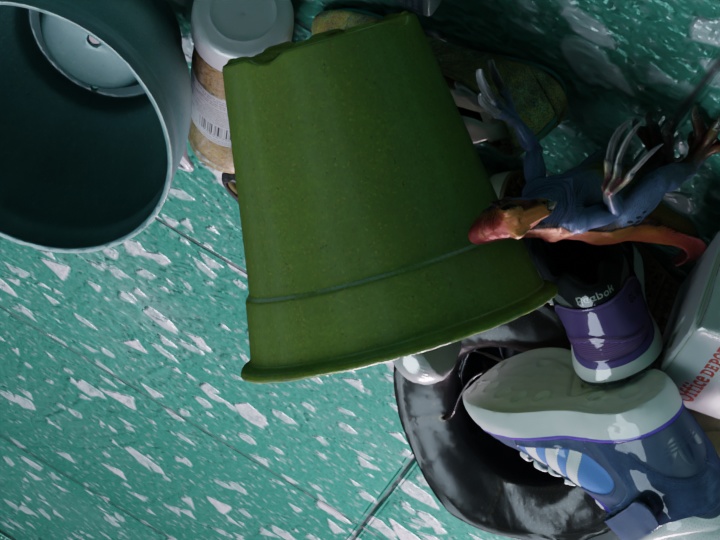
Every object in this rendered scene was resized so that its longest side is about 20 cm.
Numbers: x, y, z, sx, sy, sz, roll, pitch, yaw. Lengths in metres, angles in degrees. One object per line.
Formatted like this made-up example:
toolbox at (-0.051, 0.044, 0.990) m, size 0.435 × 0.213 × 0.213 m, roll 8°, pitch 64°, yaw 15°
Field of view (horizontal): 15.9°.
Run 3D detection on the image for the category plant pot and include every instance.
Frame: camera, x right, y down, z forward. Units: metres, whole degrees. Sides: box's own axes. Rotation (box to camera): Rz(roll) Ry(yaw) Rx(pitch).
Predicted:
plant pot at (-0.198, -0.132, 1.755) m, size 0.200 × 0.134 × 0.200 m, roll 11°, pitch 131°, yaw 14°
plant pot at (0.000, -0.051, 1.557) m, size 0.200 × 0.200 × 0.190 m, roll -4°, pitch 103°, yaw 57°

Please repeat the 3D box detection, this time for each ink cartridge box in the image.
ink cartridge box at (0.294, 0.054, 1.600) m, size 0.200 × 0.083 × 0.147 m, roll 19°, pitch 160°, yaw -1°

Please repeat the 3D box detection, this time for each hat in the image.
hat at (0.119, 0.089, 1.791) m, size 0.200 × 0.081 × 0.201 m, roll 12°, pitch 122°, yaw 20°

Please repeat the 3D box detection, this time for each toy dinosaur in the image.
toy dinosaur at (0.140, -0.035, 1.520) m, size 0.105 × 0.181 × 0.200 m, roll 14°, pitch 133°, yaw 49°

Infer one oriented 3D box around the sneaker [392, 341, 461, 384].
sneaker at (0.000, 0.000, 1.737) m, size 0.088 × 0.200 × 0.075 m, roll -35°, pitch 151°, yaw 25°

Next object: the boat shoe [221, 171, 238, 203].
boat shoe at (-0.055, -0.039, 1.956) m, size 0.073 × 0.065 × 0.200 m, roll 13°, pitch 154°, yaw 37°

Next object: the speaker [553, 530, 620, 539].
speaker at (0.200, 0.156, 1.848) m, size 0.081 × 0.200 × 0.081 m, roll 27°, pitch 160°, yaw 10°

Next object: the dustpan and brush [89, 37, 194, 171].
dustpan and brush at (-0.172, -0.152, 1.866) m, size 0.140 × 0.057 × 0.200 m, roll 5°, pitch 147°, yaw 47°

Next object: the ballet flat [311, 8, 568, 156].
ballet flat at (0.036, -0.118, 1.646) m, size 0.200 × 0.071 × 0.071 m, roll 19°, pitch 156°, yaw 31°

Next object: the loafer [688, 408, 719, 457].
loafer at (0.250, 0.112, 1.756) m, size 0.076 × 0.068 × 0.200 m, roll 18°, pitch -170°, yaw 35°

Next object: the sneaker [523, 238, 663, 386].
sneaker at (0.143, -0.014, 1.664) m, size 0.200 × 0.076 × 0.088 m, roll -113°, pitch -1°, yaw -61°

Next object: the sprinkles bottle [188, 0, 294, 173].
sprinkles bottle at (-0.085, -0.134, 1.777) m, size 0.068 × 0.068 × 0.200 m, roll 29°, pitch 160°, yaw 6°

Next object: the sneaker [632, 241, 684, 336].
sneaker at (0.210, 0.038, 1.757) m, size 0.200 × 0.070 × 0.076 m, roll 26°, pitch 164°, yaw 19°

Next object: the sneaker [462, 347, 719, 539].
sneaker at (0.158, 0.133, 1.667) m, size 0.200 × 0.081 × 0.147 m, roll 4°, pitch 126°, yaw 55°

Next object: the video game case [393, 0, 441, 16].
video game case at (-0.035, -0.242, 1.523) m, size 0.182 × 0.023 × 0.200 m, roll 27°, pitch 159°, yaw 14°

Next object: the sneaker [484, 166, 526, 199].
sneaker at (0.084, -0.007, 1.819) m, size 0.090 × 0.067 × 0.200 m, roll 10°, pitch 146°, yaw 22°

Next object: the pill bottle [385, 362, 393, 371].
pill bottle at (0.011, -0.003, 1.880) m, size 0.111 × 0.111 × 0.200 m, roll 11°, pitch 151°, yaw 44°
